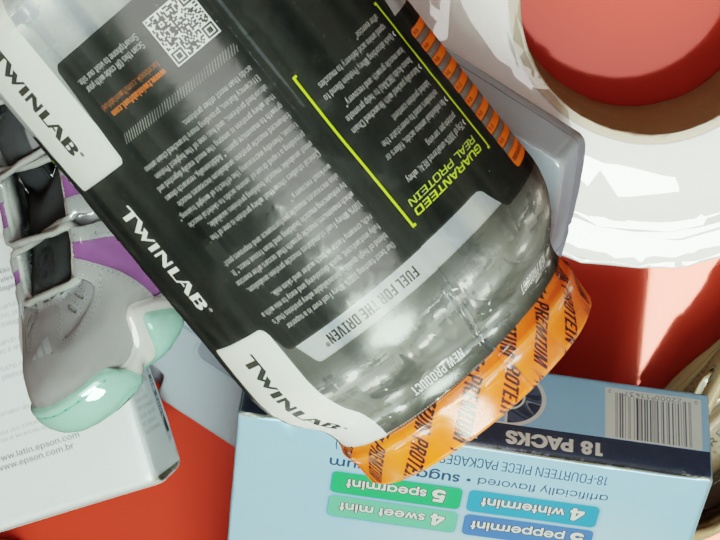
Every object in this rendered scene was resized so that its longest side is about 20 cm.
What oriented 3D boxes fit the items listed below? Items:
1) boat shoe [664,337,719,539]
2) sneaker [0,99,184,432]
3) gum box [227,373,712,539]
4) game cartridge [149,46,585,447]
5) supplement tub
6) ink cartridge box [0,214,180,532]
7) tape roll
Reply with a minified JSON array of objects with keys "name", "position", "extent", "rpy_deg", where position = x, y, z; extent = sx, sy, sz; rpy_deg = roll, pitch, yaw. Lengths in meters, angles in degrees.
[{"name":"boat shoe","position":[0.184,0.024,0.832],"extent":[0.071,0.065,0.201],"rpy_deg":[34,101,-7]},{"name":"sneaker","position":[-0.122,-0.052,0.751],"extent":[0.077,0.201,0.140],"rpy_deg":[-25,134,36]},{"name":"gum box","position":[0.032,0.118,0.824],"extent":[0.168,0.045,0.201],"rpy_deg":[7,134,0]},{"name":"game cartridge","position":[0.000,0.000,0.801],"extent":[0.133,0.040,0.201],"rpy_deg":[35,129,8]},{"name":"supplement tub","position":[-0.022,-0.037,0.690],"extent":[0.122,0.123,0.200],"rpy_deg":[-38,99,10]},{"name":"ink cartridge box","position":[-0.193,0.014,0.841],"extent":[0.198,0.041,0.202],"rpy_deg":[-17,95,12]},{"name":"tape roll","position":[0.106,-0.104,0.802],"extent":[0.200,0.071,0.205],"rpy_deg":[0,104,1]}]
